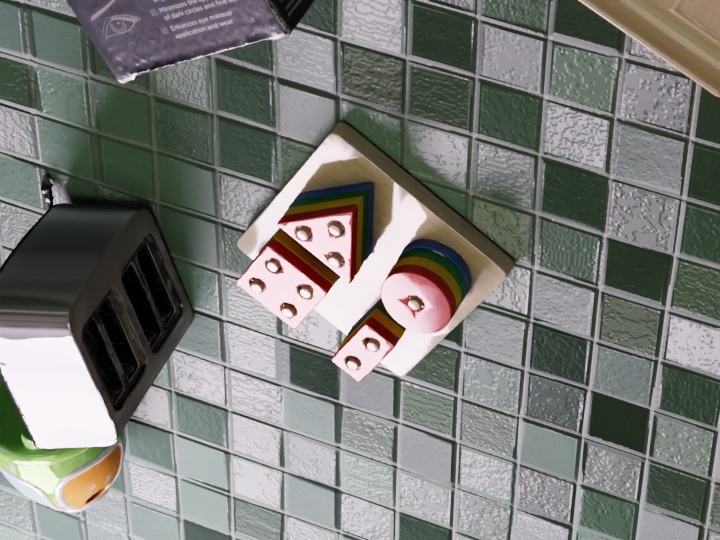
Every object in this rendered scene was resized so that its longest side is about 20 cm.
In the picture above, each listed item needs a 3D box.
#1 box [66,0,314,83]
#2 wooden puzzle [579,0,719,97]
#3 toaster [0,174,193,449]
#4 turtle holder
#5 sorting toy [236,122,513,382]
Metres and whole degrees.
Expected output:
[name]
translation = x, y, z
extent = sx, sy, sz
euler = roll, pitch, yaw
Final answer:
[box]
translation = -0.153, -0.281, 1.909
extent = 0.196, 0.118, 0.200
euler = -10, 123, 38
[wooden puzzle]
translation = 0.256, -0.249, 1.742
extent = 0.185, 0.046, 0.200
euler = 34, 133, 0
[toaster]
translation = -0.262, 0.043, 2.227
extent = 0.118, 0.181, 0.201
euler = 1, 129, 27
[turtle holder]
translation = -0.324, 0.172, 2.408
extent = 0.185, 0.141, 0.132
euler = 5, 132, 26
[sorting toy]
translation = 0.000, 0.000, 2.103
extent = 0.200, 0.070, 0.199
euler = 39, 137, -5
